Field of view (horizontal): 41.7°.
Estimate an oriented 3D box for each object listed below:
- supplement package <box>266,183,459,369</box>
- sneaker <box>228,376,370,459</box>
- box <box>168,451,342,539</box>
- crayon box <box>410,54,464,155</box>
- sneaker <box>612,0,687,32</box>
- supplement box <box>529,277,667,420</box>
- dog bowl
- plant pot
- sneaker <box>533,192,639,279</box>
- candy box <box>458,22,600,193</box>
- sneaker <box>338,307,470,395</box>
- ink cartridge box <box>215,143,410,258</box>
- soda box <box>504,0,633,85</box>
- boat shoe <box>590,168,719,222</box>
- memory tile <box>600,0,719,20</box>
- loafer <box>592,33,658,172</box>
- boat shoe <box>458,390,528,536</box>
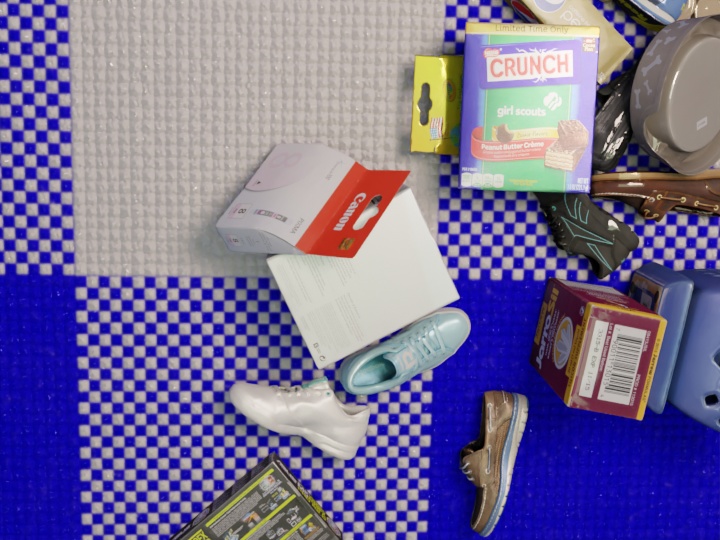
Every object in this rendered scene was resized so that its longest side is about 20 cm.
[{"bbox_3d":[0.000,0.000,1.217,0.197,0.151,0.154,-26,99,0],"label":"supplement package"},{"bbox_3d":[-0.079,0.178,1.280,0.197,0.075,0.090,25,100,-18],"label":"sneaker"},{"bbox_3d":[-0.146,0.380,1.320,0.199,0.044,0.161,-40,99,2],"label":"box"},{"bbox_3d":[0.162,-0.216,1.246,0.195,0.051,0.130,3,99,-5],"label":"crayon box"},{"bbox_3d":[0.342,-0.391,1.208,0.198,0.074,0.083,34,96,-17],"label":"sneaker"},{"bbox_3d":[0.302,0.094,1.229,0.101,0.200,0.134,10,98,-5],"label":"supplement box"},{"bbox_3d":[0.423,-0.228,1.218,0.197,0.058,0.204,-15,116,-33],"label":"dog bowl"},{"bbox_3d":[0.446,0.095,1.247,0.176,0.200,0.204,12,99,0],"label":"plant pot"},{"bbox_3d":[0.282,-0.069,1.267,0.199,0.075,0.080,37,97,-8],"label":"sneaker"},{"bbox_3d":[0.208,-0.201,1.178,0.165,0.077,0.205,2,97,6],"label":"candy box"},{"bbox_3d":[0.065,0.118,1.275,0.198,0.082,0.075,-29,101,1],"label":"sneaker"},{"bbox_3d":[-0.060,-0.090,1.155,0.164,0.197,0.058,-57,131,-34],"label":"ink cartridge box"},{"bbox_3d":[0.257,-0.332,1.227,0.200,0.068,0.064,43,93,-9],"label":"soda box"},{"bbox_3d":[0.403,-0.101,1.272,0.195,0.070,0.072,-1,95,-4],"label":"boat shoe"},{"bbox_3d":[0.412,-0.410,1.253,0.196,0.017,0.156,14,98,-7],"label":"memory tile"},{"bbox_3d":[0.345,-0.228,1.250,0.070,0.068,0.203,29,86,23],"label":"loafer"},{"bbox_3d":[0.175,0.265,1.318,0.071,0.072,0.204,14,88,-2],"label":"boat shoe"}]
